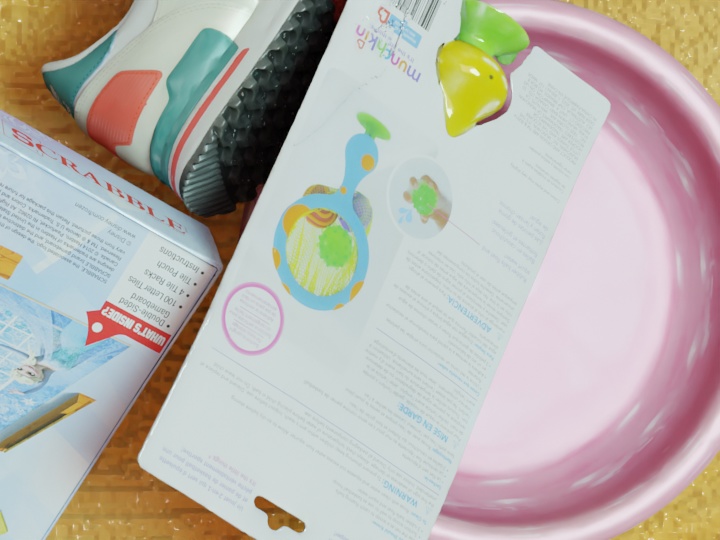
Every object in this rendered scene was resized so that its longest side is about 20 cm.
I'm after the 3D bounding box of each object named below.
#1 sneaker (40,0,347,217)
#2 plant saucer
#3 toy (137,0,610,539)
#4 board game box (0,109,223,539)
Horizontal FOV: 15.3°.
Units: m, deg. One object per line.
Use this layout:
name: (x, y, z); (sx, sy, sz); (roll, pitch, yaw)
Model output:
sneaker: (-0.033, -0.119, 0.927); (0.093, 0.070, 0.200); (29, 77, 22)
plant saucer: (0.050, 0.002, 0.975); (0.199, 0.051, 0.202); (0, 90, -15)
toy: (0.000, 0.000, 0.906); (0.115, 0.047, 0.201); (34, 73, -30)
board game box: (-0.180, 0.027, 0.874); (0.199, 0.041, 0.200); (30, 102, -19)
